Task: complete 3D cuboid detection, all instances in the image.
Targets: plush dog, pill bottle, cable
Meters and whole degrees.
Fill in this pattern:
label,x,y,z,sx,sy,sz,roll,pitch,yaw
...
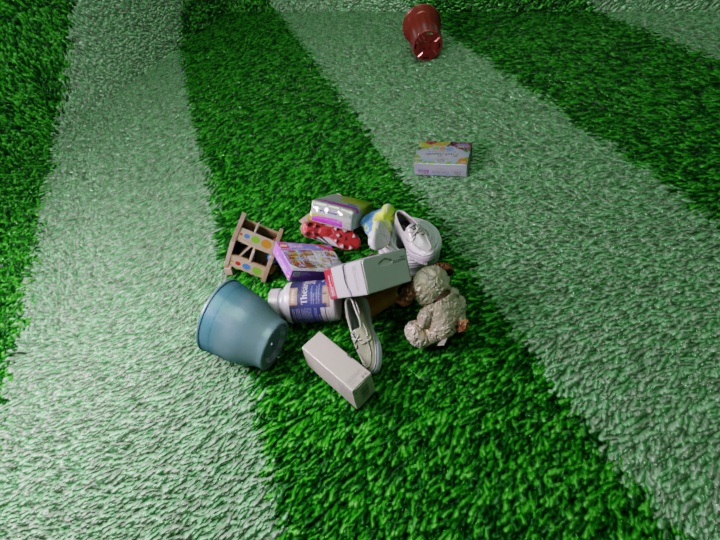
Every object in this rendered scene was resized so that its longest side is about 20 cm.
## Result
label,x,y,z,sx,sy,sz,roll,pitch,yaw
plush dog,0.189,0.075,1.314,0.197,0.176,0.160,-32,4,-19
pill bottle,-0.153,0.087,1.459,0.192,0.113,0.113,-4,43,9
cable,0.149,-0.075,1.583,0.193,0.071,0.203,7,47,21

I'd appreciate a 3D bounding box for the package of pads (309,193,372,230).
label,x,y,z,sx,sy,sz,roll,pitch,yaw
package of pads,-0.061,-0.185,1.649,0.149,0.071,0.199,15,18,16

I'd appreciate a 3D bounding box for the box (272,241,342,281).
label,x,y,z,sx,sy,sz,roll,pitch,yaw
box,-0.145,-0.024,1.546,0.194,0.040,0.138,3,36,-36

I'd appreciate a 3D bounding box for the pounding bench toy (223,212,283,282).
label,x,y,z,sx,sy,sz,roll,pitch,yaw
pounding bench toy,-0.331,-0.042,1.635,0.151,0.202,0.127,21,46,-10

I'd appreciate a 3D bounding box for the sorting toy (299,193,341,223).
label,x,y,z,sx,sy,sz,roll,pitch,yaw
sorting toy,-0.088,-0.181,1.770,0.183,0.037,0.198,-38,49,-23

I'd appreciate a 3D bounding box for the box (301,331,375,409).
label,x,y,z,sx,sy,sz,roll,pitch,yaw
box,-0.055,0.244,1.301,0.068,0.084,0.198,-37,50,-24

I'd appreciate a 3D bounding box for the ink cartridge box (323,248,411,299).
label,x,y,z,sx,sy,sz,roll,pitch,yaw
ink cartridge box,0.016,0.011,1.337,0.140,0.087,0.198,-15,1,-31

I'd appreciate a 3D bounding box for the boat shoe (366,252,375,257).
label,x,y,z,sx,sy,sz,roll,pitch,yaw
boat shoe,0.000,0.000,1.515,0.072,0.065,0.201,-34,15,36

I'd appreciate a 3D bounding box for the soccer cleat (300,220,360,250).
label,x,y,z,sx,sy,sz,roll,pitch,yaw
soccer cleat,-0.092,-0.113,1.651,0.192,0.071,0.085,13,6,-2

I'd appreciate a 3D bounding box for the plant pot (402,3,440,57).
label,x,y,z,sx,sy,sz,roll,pitch,yaw
plant pot,0.308,-1.134,2.540,0.192,0.204,0.201,-9,51,4

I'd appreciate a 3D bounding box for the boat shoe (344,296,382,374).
label,x,y,z,sx,sy,sz,roll,pitch,yaw
boat shoe,0.001,0.163,1.335,0.061,0.071,0.206,8,57,-42

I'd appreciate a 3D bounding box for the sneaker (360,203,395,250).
label,x,y,z,sx,sy,sz,roll,pitch,yaw
sneaker,0.040,-0.118,1.571,0.102,0.077,0.202,-16,28,32

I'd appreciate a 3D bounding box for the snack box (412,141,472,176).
label,x,y,z,sx,sy,sz,roll,pitch,yaw
snack box,0.296,-0.402,1.889,0.192,0.054,0.145,5,48,18

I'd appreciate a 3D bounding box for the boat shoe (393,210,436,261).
label,x,y,z,sx,sy,sz,roll,pitch,yaw
boat shoe,0.153,-0.104,1.510,0.070,0.067,0.202,-21,43,-8

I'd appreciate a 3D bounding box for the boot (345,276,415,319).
label,x,y,z,sx,sy,sz,roll,pitch,yaw
boot,0.060,0.072,1.405,0.198,0.072,0.143,-32,4,-26

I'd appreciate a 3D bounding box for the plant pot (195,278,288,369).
label,x,y,z,sx,sy,sz,roll,pitch,yaw
plant pot,-0.295,0.155,1.376,0.183,0.204,0.202,23,52,15
